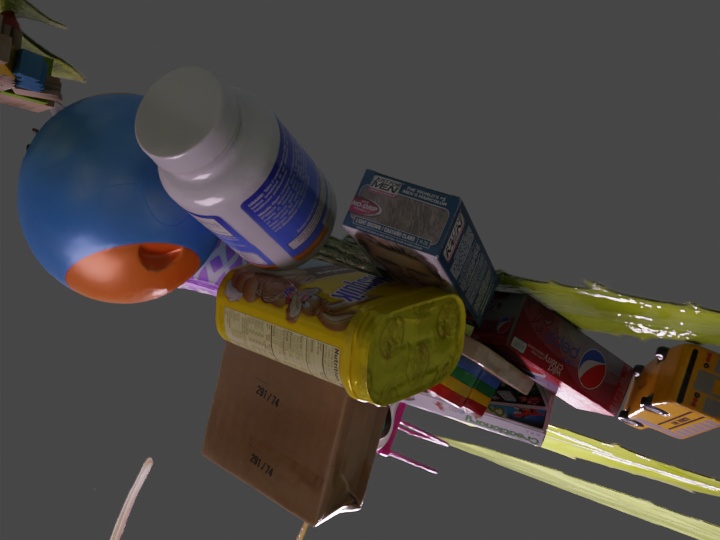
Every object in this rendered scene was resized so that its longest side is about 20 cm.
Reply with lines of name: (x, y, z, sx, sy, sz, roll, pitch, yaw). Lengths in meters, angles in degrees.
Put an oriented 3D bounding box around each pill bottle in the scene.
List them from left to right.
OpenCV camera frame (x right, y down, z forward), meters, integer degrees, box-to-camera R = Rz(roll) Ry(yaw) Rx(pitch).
pill bottle: (-0.105, -0.086, 0.746, 0.111, 0.114, 0.200, 18, 165, 28)

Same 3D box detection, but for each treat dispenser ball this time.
treat dispenser ball: (-0.231, -0.070, 0.844, 0.198, 0.204, 0.201, 23, 168, 5)

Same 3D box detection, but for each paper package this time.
paper package: (-0.078, 0.174, 1.041, 0.198, 0.194, 0.103, 20, -169, 32)

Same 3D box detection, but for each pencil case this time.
pencil case: (-0.154, 0.008, 1.053, 0.196, 0.086, 0.085, 16, 142, 1)

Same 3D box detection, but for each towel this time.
towel: (0.000, 0.000, 1.075, 0.197, 0.037, 0.148, 18, 166, 27)

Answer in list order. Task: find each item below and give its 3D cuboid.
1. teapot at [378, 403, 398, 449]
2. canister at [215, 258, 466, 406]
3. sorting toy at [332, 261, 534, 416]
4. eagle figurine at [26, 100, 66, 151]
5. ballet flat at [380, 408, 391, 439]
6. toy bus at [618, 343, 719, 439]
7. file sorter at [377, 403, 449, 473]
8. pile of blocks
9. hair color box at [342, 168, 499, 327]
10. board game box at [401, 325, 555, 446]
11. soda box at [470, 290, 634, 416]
teapot: (-0.027, 0.127, 1.227, 0.200, 0.145, 0.199, 45, 159, 40)
canister: (-0.023, 0.047, 0.812, 0.198, 0.088, 0.147, 15, -162, 38)
sorting toy: (0.069, 0.088, 0.949, 0.198, 0.070, 0.198, 29, 177, 30)
eagle figurine: (-0.292, -0.114, 1.032, 0.197, 0.152, 0.153, -6, -130, -33)
ballet flat: (-0.022, 0.140, 1.107, 0.199, 0.073, 0.073, 38, 176, 28)
toy bus: (0.332, 0.131, 0.909, 0.077, 0.066, 0.200, 20, 166, 10)
file sorter: (0.081, 0.196, 1.347, 0.124, 0.203, 0.138, 27, 168, -26)
pile of blocks: (-0.324, -0.205, 0.824, 0.081, 0.063, 0.200, 8, 176, -15)
hair color box: (0.064, -0.015, 0.830, 0.099, 0.061, 0.200, 19, 166, 25)
board game box: (0.143, 0.128, 1.070, 0.197, 0.127, 0.035, 17, 141, 11)
soda box: (0.220, 0.096, 0.982, 0.199, 0.064, 0.070, 33, 165, -29)
